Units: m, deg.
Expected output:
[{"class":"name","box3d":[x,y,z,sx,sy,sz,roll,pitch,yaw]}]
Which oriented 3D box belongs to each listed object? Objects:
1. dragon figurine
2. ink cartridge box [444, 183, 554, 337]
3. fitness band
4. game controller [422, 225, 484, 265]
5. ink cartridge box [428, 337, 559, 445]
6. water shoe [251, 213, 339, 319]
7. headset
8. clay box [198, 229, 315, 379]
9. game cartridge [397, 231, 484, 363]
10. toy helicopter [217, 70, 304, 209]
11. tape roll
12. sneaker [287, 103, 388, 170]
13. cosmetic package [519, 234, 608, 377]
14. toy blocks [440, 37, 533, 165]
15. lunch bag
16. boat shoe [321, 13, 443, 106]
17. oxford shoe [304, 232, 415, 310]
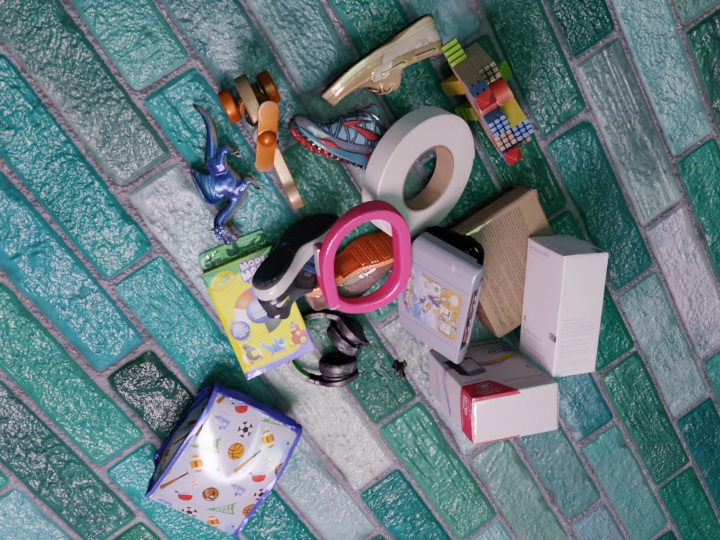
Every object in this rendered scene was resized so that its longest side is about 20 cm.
[{"class":"dragon figurine","box3d":[-0.210,-0.131,0.939,0.099,0.059,0.200,-33,113,-4]},{"class":"ink cartridge box","box3d":[0.242,-0.017,1.090,0.165,0.075,0.200,-32,111,-5]},{"class":"fitness band","box3d":[0.007,-0.013,0.956,0.143,0.037,0.200,-20,136,-14]},{"class":"game controller","box3d":[0.139,0.020,1.039,0.104,0.042,0.200,18,132,20]},{"class":"ink cartridge box","box3d":[0.211,0.192,1.077,0.147,0.200,0.086,-9,108,-13]},{"class":"water shoe","box3d":[-0.091,-0.010,0.973,0.200,0.071,0.079,-49,140,-39]},{"class":"headset","box3d":[-0.026,0.136,1.053,0.199,0.094,0.124,13,103,-7]},{"class":"clay box","box3d":[-0.160,0.050,0.995,0.115,0.048,0.200,-24,98,-8]},{"class":"game cartridge","box3d":[0.119,0.043,1.026,0.042,0.133,0.200,-39,146,-38]},{"class":"toy helicopter","box3d":[-0.122,-0.175,0.911,0.079,0.132,0.200,-26,113,-4]},{"class":"tape roll","box3d":[0.090,-0.143,0.979,0.202,0.037,0.203,-27,135,-29]},{"class":"sneaker","box3d":[-0.011,-0.205,0.971,0.200,0.079,0.096,14,97,-28]},{"class":"cosmetic package","box3d":[0.316,0.053,1.033,0.081,0.113,0.201,-7,107,-15]},{"class":"toy blocks","box3d":[0.199,-0.233,0.955,0.100,0.137,0.200,-31,130,12]},{"class":"lunch bag","box3d":[-0.210,0.284,1.034,0.170,0.124,0.200,31,104,-21]},{"class":"boat shoe","box3d":[0.037,-0.292,0.950,0.200,0.074,0.066,-35,107,-3]},{"class":"oxford shoe","box3d":[0.000,0.000,1.044,0.200,0.071,0.073,-23,135,-7]}]
